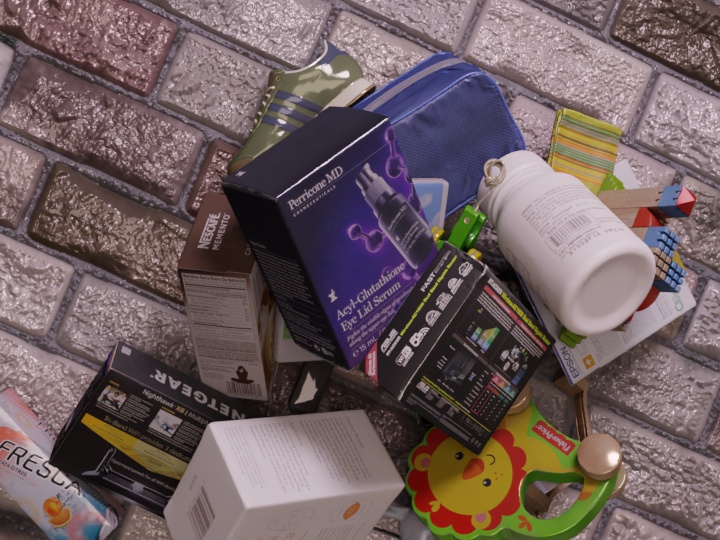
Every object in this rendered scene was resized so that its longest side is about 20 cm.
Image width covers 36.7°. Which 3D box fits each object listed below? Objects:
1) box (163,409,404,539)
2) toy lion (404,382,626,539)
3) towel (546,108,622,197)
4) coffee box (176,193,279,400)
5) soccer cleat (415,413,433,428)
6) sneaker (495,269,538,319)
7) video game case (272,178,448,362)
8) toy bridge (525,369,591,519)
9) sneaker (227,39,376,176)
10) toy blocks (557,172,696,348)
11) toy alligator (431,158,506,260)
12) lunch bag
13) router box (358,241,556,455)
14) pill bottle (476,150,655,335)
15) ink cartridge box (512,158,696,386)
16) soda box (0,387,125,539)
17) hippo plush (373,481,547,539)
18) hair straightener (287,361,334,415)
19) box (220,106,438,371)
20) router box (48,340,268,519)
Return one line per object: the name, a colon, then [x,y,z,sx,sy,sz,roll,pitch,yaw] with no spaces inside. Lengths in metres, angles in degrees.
box: [-0.082,0.240,1.140,0.198,0.107,0.153,1,133,-38]
toy lion: [0.153,0.221,1.155,0.199,0.069,0.192,33,71,35]
towel: [0.248,-0.079,1.246,0.085,0.018,0.204,13,82,-15]
coffee box: [-0.131,0.030,1.159,0.078,0.115,0.202,5,136,7]
soccer cleat: [0.109,0.096,1.204,0.066,0.082,0.202,16,130,-8]
sneaker: [0.141,0.031,1.267,0.198,0.074,0.089,26,89,-11]
video game case: [0.000,0.000,1.165,0.179,0.022,0.203,-2,110,-21]
toy bridge: [0.230,0.204,1.243,0.067,0.027,0.201,38,48,-9]
sneaker: [-0.085,-0.185,1.246,0.199,0.067,0.090,-36,85,-3]
toy blocks: [0.296,-0.012,1.181,0.099,0.136,0.202,34,74,-28]
toy alligator: [0.104,-0.025,1.159,0.059,0.054,0.202,32,95,16]
lunch bag: [0.068,-0.143,1.225,0.198,0.132,0.137,-31,116,-3]
router box: [0.103,0.083,1.090,0.062,0.200,0.151,33,86,38]
pill bottle: [0.207,-0.036,1.136,0.113,0.201,0.116,-16,132,-18]
ink cartridge box: [0.274,0.001,1.278,0.198,0.043,0.199,-28,95,-16]
soda box: [-0.358,0.229,1.218,0.063,0.068,0.200,-42,95,2]
hippo plush: [0.128,0.288,1.255,0.198,0.160,0.161,31,65,21]
hair straightener: [-0.028,0.078,1.246,0.040,0.077,0.202,28,88,-4]
box: [-0.021,-0.034,1.051,0.147,0.104,0.202,-38,122,-24]
router box: [-0.218,0.188,1.191,0.198,0.053,0.158,30,117,-17]
